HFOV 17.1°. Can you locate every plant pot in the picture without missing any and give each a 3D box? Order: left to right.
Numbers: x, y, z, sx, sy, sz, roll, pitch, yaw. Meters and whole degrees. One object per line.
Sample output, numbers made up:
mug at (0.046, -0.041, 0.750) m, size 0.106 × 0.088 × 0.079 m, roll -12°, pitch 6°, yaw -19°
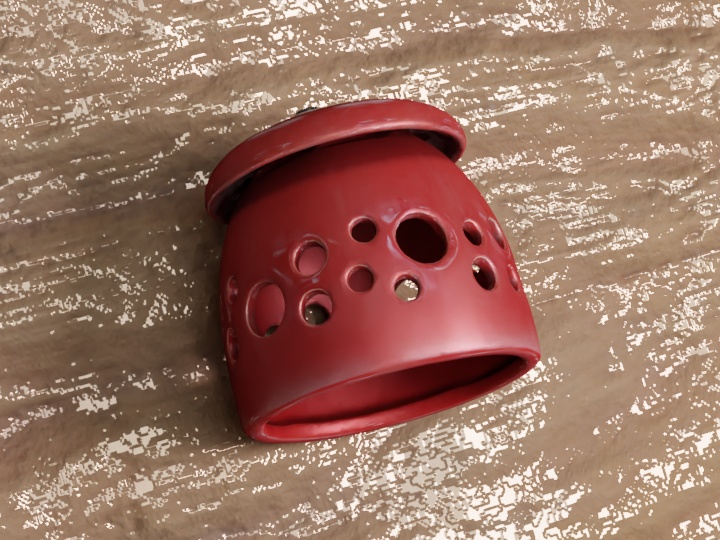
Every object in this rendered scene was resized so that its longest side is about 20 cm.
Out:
plant pot at (0.000, 0.000, 1.548) m, size 0.199 × 0.200 × 0.184 m, roll -8°, pitch 73°, yaw -24°
